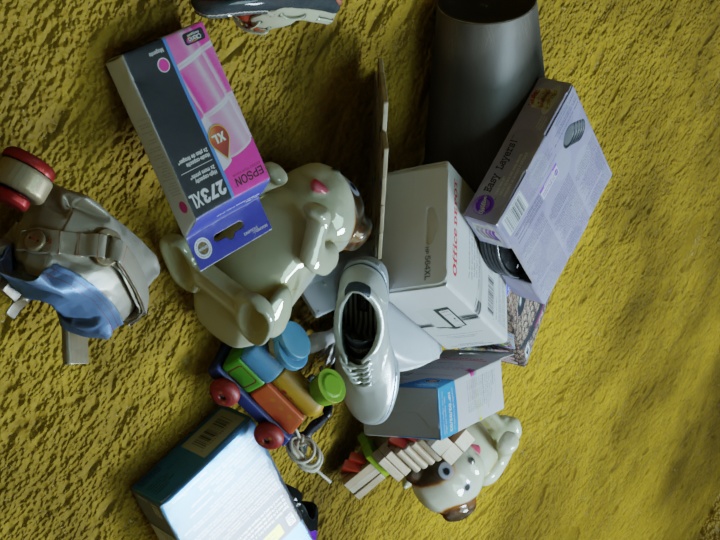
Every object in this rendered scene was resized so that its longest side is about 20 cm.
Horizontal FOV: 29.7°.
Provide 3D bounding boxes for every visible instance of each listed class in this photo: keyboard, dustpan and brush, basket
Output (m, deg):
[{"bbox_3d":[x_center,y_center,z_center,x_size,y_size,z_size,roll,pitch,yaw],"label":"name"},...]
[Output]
[{"bbox_3d":[0.000,0.000,1.578,0.199,0.057,0.011,-25,174,-45],"label":"keyboard"},{"bbox_3d":[0.004,0.061,1.533,0.199,0.057,0.141,-20,98,-53],"label":"dustpan and brush"},{"bbox_3d":[0.146,-0.217,1.551,0.180,0.135,0.202,-32,134,-33],"label":"basket"}]

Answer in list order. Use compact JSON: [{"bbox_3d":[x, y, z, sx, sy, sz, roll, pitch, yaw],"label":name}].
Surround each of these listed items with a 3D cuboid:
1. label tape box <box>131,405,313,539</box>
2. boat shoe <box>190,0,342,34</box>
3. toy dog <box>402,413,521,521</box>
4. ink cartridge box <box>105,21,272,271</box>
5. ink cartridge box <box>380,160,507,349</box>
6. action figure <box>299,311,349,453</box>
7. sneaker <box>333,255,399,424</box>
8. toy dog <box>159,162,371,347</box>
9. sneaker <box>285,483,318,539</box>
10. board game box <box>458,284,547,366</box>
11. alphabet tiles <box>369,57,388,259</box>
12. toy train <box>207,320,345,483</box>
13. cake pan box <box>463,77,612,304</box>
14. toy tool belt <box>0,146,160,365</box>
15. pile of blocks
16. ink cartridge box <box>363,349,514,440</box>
[{"bbox_3d":[-0.149,0.274,1.508,0.144,0.063,0.201,-42,126,-29],"label":"label tape box"},{"bbox_3d":[-0.083,-0.248,1.252,0.199,0.071,0.063,-25,136,-51],"label":"boat shoe"},{"bbox_3d":[0.117,0.243,1.817,0.193,0.140,0.200,-31,-169,15],"label":"toy dog"},{"bbox_3d":[-0.143,-0.111,1.205,0.094,0.037,0.202,-32,106,-39],"label":"ink cartridge box"},{"bbox_3d":[0.096,-0.013,1.532,0.200,0.083,0.148,41,47,-57],"label":"ink cartridge box"},{"bbox_3d":[-0.024,0.125,1.579,0.119,0.102,0.200,45,78,-14],"label":"action figure"},{"bbox_3d":[-0.002,0.086,1.439,0.071,0.072,0.202,-60,149,-57],"label":"sneaker"},{"bbox_3d":[-0.074,-0.021,1.361,0.200,0.139,0.195,-47,154,-24],"label":"toy dog"},{"bbox_3d":[-0.116,0.302,1.633,0.200,0.069,0.101,19,86,-57],"label":"sneaker"},{"bbox_3d":[0.178,0.000,1.744,0.201,0.096,0.161,66,41,-55],"label":"board game box"},{"bbox_3d":[0.019,-0.114,1.451,0.167,0.006,0.202,-94,-174,-55],"label":"alphabet tiles"},{"bbox_3d":[-0.058,0.143,1.454,0.200,0.115,0.085,47,41,-18],"label":"toy train"},{"bbox_3d":[0.205,-0.084,1.543,0.201,0.052,0.184,-61,143,-15],"label":"cake pan box"},{"bbox_3d":[-0.258,-0.003,1.134,0.124,0.124,0.200,-63,149,-14],"label":"toy tool belt"},{"bbox_3d":[0.047,0.219,1.726,0.062,0.199,0.083,46,33,-33],"label":"pile of blocks"},{"bbox_3d":[0.102,0.152,1.697,0.199,0.114,0.069,-16,103,-54],"label":"ink cartridge box"}]
